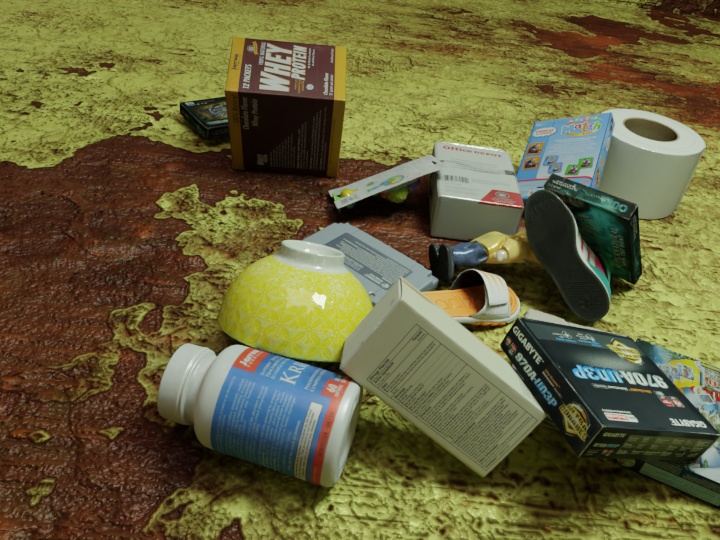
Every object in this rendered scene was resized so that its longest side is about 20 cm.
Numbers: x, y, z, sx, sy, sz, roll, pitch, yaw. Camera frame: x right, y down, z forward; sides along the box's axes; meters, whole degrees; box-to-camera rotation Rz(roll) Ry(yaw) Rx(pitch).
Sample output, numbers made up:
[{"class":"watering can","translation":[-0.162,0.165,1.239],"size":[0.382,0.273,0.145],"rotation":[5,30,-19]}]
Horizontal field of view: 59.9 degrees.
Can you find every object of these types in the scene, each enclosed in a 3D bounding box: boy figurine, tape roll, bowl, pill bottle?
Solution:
[{"class":"boy figurine","translation":[0.204,-0.027,0.968],"size":[0.198,0.065,0.124],"rotation":[-7,6,-20]},{"class":"tape roll","translation":[0.543,-0.212,1.225],"size":[0.200,0.140,0.204],"rotation":[5,36,-3]},{"class":"bowl","translation":[-0.067,0.025,0.761],"size":[0.198,0.109,0.200],"rotation":[13,10,-2]},{"class":"pill bottle","translation":[-0.105,0.143,0.657],"size":[0.198,0.113,0.113],"rotation":[15,37,8]}]

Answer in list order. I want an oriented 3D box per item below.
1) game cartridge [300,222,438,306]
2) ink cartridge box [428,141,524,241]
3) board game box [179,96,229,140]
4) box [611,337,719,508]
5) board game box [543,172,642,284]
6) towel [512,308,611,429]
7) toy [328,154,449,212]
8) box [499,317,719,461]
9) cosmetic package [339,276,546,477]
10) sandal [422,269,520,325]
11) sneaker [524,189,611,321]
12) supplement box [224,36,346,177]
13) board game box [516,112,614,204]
[{"class":"game cartridge","translation":[0.000,0.000,0.931],"size":[0.199,0.042,0.133],"rotation":[32,47,28]},{"class":"ink cartridge box","translation":[0.197,-0.140,1.110],"size":[0.145,0.084,0.201],"rotation":[8,37,-1]},{"class":"board game box","translation":[-0.255,-0.324,1.300],"size":[0.198,0.028,0.135],"rotation":[-18,44,-32]},{"class":"box","translation":[0.392,0.179,0.764],"size":[0.135,0.038,0.200],"rotation":[20,39,17]},{"class":"board game box","translation":[0.356,-0.059,0.950],"size":[0.135,0.200,0.028],"rotation":[30,78,36]},{"class":"towel","translation":[0.263,0.127,0.813],"size":[0.131,0.035,0.200],"rotation":[18,38,12]},{"class":"toy","translation":[0.049,-0.141,1.084],"size":[0.198,0.048,0.115],"rotation":[-17,23,-4]},{"class":"box","translation":[0.270,0.130,0.687],"size":[0.198,0.046,0.160],"rotation":[12,31,-29]},{"class":"cosmetic package","translation":[0.086,0.112,0.663],"size":[0.200,0.105,0.071],"rotation":[40,16,-10]},{"class":"sandal","translation":[0.154,0.035,0.872],"size":[0.205,0.060,0.079],"rotation":[-5,40,-33]},{"class":"sneaker","translation":[0.314,-0.028,0.935],"size":[0.202,0.083,0.121],"rotation":[66,23,5]},{"class":"supplement box","translation":[-0.131,-0.288,1.123],"size":[0.197,0.198,0.134],"rotation":[3,59,-5]},{"class":"board game box","translation":[0.369,-0.200,1.146],"size":[0.150,0.037,0.202],"rotation":[2,57,38]}]
